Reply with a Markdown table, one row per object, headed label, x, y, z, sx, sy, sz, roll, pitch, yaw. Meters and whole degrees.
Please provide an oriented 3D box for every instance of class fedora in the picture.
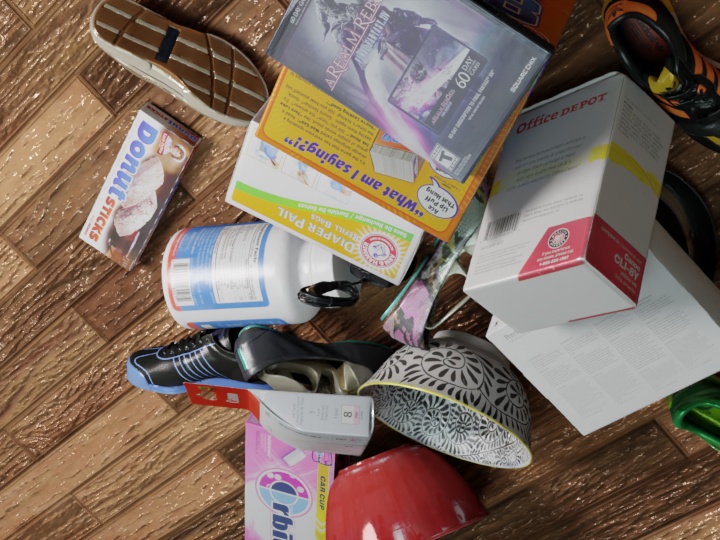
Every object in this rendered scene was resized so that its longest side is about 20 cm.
| label | x | y | z | sx | sy | sz | roll | pitch | yaw |
| --- | --- | --- | --- | --- | --- | --- | --- | --- | --- |
| fedora | 0.254 | -0.003 | 1.306 | 0.198 | 0.092 | 0.203 | 10 | 124 | 15 |

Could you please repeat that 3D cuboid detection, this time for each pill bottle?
| label | x | y | z | sx | sy | sz | roll | pitch | yaw |
| --- | --- | --- | --- | --- | --- | --- | --- | --- | --- |
| pill bottle | -0.103 | 0.003 | 1.435 | 0.197 | 0.113 | 0.113 | -3 | 120 | 22 |

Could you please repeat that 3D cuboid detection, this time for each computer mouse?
| label | x | y | z | sx | sy | sz | roll | pitch | yaw |
| --- | --- | --- | --- | --- | --- | --- | --- | --- | --- |
| computer mouse | 0.000 | 0.000 | 1.347 | 0.058 | 0.199 | 0.034 | 22 | 112 | 22 |

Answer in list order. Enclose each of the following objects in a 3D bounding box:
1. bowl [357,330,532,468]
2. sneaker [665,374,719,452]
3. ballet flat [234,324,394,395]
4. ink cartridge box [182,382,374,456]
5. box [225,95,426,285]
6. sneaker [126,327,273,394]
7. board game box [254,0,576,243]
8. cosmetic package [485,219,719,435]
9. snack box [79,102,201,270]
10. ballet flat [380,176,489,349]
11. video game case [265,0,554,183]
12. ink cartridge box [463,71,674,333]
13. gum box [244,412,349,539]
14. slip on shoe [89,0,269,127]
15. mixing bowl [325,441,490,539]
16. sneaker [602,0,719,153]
| label | x | y | z | sx | sy | sz | roll | pitch | yaw |
| --- | --- | --- | --- | --- | --- | --- | --- | --- | --- |
| bowl | 0.104 | 0.126 | 1.427 | 0.198 | 0.095 | 0.201 | 21 | 159 | 8 |
| sneaker | 0.405 | 0.167 | 1.365 | 0.197 | 0.084 | 0.075 | 16 | 125 | 10 |
| ballet flat | -0.044 | 0.110 | 1.451 | 0.198 | 0.074 | 0.073 | 12 | 133 | -28 |
| ink cartridge box | -0.088 | 0.161 | 1.441 | 0.197 | 0.058 | 0.163 | 1 | 166 | -4 |
| box | -0.017 | -0.091 | 1.342 | 0.198 | 0.113 | 0.102 | 25 | 127 | 2 |
| sneaker | -0.181 | 0.096 | 1.555 | 0.197 | 0.070 | 0.079 | 1 | 118 | 12 |
| board game box | 0.056 | -0.193 | 1.194 | 0.198 | 0.200 | 0.201 | 28 | 127 | 1 |
| cosmetic package | 0.240 | 0.057 | 1.261 | 0.151 | 0.052 | 0.199 | 43 | 130 | -17 |
| snack box | -0.246 | -0.090 | 1.483 | 0.071 | 0.024 | 0.201 | 34 | 127 | -1 |
| ballet flat | 0.094 | -0.009 | 1.356 | 0.071 | 0.069 | 0.202 | 31 | 104 | 7 |
| video game case | 0.036 | -0.177 | 1.076 | 0.199 | 0.019 | 0.143 | 32 | 127 | -2 |
| ink cartridge box | 0.189 | -0.059 | 1.204 | 0.083 | 0.202 | 0.144 | 34 | 148 | -29 |
| gum box | -0.075 | 0.245 | 1.606 | 0.112 | 0.066 | 0.202 | 12 | 124 | 14 |
| slip on shoe | -0.184 | -0.208 | 1.366 | 0.198 | 0.077 | 0.061 | 25 | 167 | -6 |
| mixing bowl | 0.038 | 0.262 | 1.520 | 0.199 | 0.199 | 0.110 | -27 | 79 | 32 |
| sneaker | 0.281 | -0.167 | 1.193 | 0.070 | 0.090 | 0.200 | -34 | 105 | 34 |
